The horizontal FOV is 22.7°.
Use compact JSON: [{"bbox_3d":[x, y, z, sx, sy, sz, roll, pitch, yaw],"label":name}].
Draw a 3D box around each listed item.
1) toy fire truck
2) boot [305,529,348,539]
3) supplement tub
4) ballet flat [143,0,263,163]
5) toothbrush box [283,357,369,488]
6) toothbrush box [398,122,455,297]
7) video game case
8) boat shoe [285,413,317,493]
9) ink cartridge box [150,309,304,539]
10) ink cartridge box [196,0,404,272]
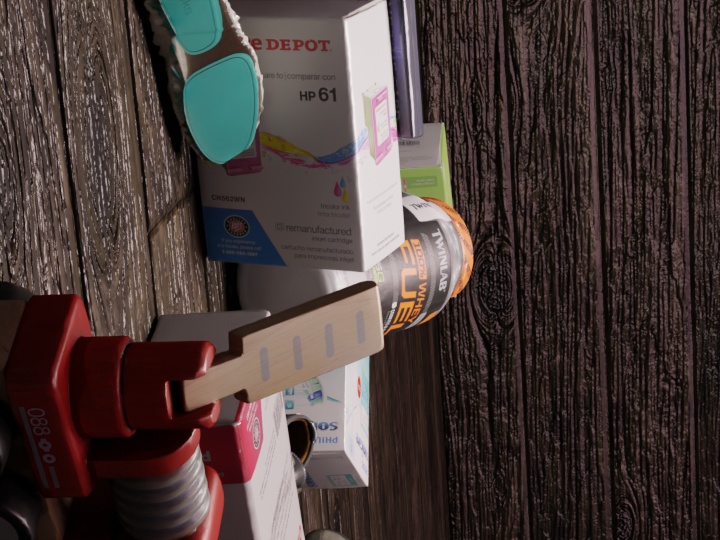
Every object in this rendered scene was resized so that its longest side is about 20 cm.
[{"bbox_3d":[-0.089,0.082,0.850,0.129,0.199,0.177,-83,168,-50],"label":"toy fire truck"},{"bbox_3d":[-0.038,0.335,1.665,0.131,0.067,0.201,53,36,-72],"label":"boot"},{"bbox_3d":[0.000,0.000,1.557,0.199,0.122,0.123,-18,109,-45],"label":"supplement tub"},{"bbox_3d":[-0.114,-0.168,1.279,0.201,0.071,0.072,80,11,-47],"label":"ballet flat"},{"bbox_3d":[-0.041,0.092,1.681,0.147,0.085,0.201,68,23,-68],"label":"toothbrush box"},{"bbox_3d":[0.033,-0.065,2.070,0.086,0.145,0.201,-85,169,-49],"label":"toothbrush box"},{"bbox_3d":[-0.037,-0.184,1.431,0.019,0.199,0.144,-26,118,-47],"label":"video game case"},{"bbox_3d":[-0.079,0.162,1.442,0.200,0.067,0.072,-63,152,-72],"label":"boat shoe"},{"bbox_3d":[-0.096,0.150,1.227,0.145,0.084,0.201,-79,164,-60],"label":"ink cartridge box"},{"bbox_3d":[-0.051,-0.109,1.386,0.085,0.144,0.201,-36,125,-59],"label":"ink cartridge box"}]
